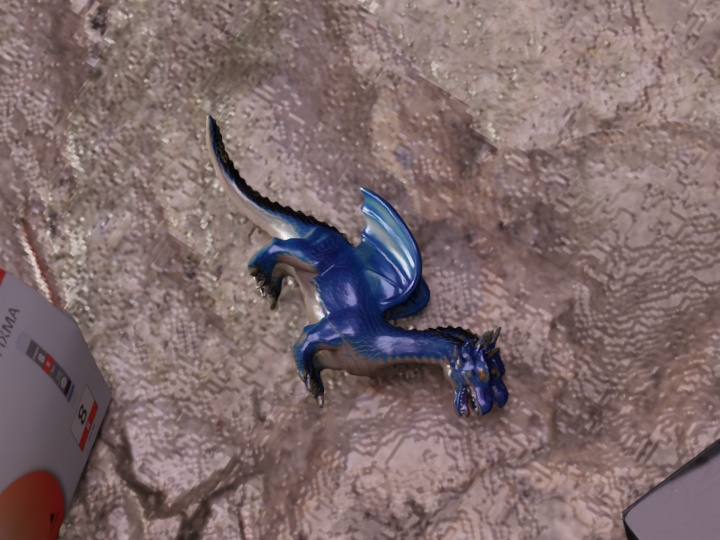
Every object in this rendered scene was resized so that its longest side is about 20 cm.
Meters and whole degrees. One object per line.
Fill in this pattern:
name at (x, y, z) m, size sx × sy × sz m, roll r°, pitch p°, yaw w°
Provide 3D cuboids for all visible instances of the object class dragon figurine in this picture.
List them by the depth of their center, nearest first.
dragon figurine at (0.000, 0.000, 1.370) m, size 0.099 × 0.059 × 0.201 m, roll -27°, pitch 69°, yaw -1°

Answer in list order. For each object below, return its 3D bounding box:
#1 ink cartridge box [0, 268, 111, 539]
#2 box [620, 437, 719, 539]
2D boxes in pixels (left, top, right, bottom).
ink cartridge box at (-0.179, 0.078, 1.285) m, size 0.050 × 0.200 × 0.163 m, roll 13°, pitch 64°, yaw 12°
box at (0.234, 0.156, 1.242) m, size 0.148 × 0.124 × 0.200 m, roll -37°, pitch 70°, yaw -5°
